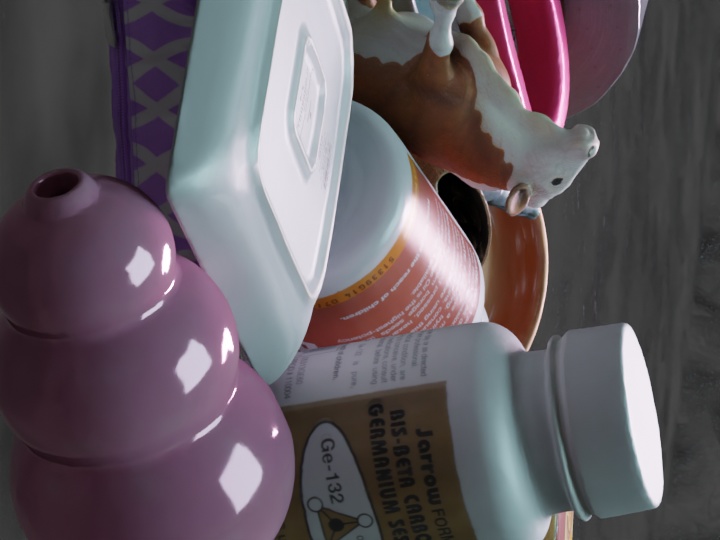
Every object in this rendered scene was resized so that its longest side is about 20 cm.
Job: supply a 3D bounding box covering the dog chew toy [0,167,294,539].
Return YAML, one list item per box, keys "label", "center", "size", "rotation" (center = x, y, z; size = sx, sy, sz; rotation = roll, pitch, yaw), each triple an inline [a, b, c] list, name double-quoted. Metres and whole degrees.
- label: "dog chew toy"
  center: [-0.101, 0.045, 1.243]
  size: [0.125, 0.124, 0.200]
  rotation: [-71, 151, -53]

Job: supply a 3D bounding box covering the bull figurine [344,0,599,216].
- label: "bull figurine"
  center: [0.032, -0.105, 1.498]
  size: [0.065, 0.200, 0.121]
  rotation: [-32, 131, -38]

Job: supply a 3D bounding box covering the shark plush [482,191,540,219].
- label: "shark plush"
  center: [0.025, -0.052, 1.732]
  size: [0.200, 0.091, 0.083]
  rotation: [4, 102, -57]

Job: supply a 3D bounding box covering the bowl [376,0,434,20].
- label: "bowl"
  center: [-0.005, -0.229, 1.643]
  size: [0.201, 0.105, 0.201]
  rotation: [3, 90, -78]

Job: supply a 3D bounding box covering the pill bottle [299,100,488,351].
- label: "pill bottle"
  center: [0.000, 0.000, 1.525]
  size: [0.200, 0.112, 0.112]
  rotation: [52, 41, -59]

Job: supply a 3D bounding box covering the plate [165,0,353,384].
- label: "plate"
  center: [-0.037, -0.075, 1.318]
  size: [0.200, 0.032, 0.200]
  rotation: [69, 25, -61]

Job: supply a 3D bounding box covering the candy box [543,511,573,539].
- label: "candy box"
  center: [0.013, 0.137, 1.578]
  size: [0.055, 0.200, 0.116]
  rotation: [-11, 103, -77]

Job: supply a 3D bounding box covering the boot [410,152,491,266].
- label: "boot"
  center: [0.039, -0.010, 1.661]
  size: [0.075, 0.074, 0.200]
  rotation: [54, -17, 33]

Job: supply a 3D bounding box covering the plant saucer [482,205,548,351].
- label: "plant saucer"
  center: [0.026, -0.005, 1.771]
  size: [0.200, 0.037, 0.200]
  rotation: [2, 87, -36]

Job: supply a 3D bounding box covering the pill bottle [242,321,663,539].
- label: "pill bottle"
  center: [0.037, 0.085, 1.396]
  size: [0.114, 0.200, 0.114]
  rotation: [-10, 90, -77]

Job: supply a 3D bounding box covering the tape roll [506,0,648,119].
- label: "tape roll"
  center: [0.080, -0.184, 1.826]
  size: [0.066, 0.200, 0.200]
  rotation: [-71, 160, -48]

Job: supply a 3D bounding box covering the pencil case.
- label: "pencil case"
  center: [-0.084, -0.062, 1.381]
  size: [0.085, 0.084, 0.200]
  rotation: [-12, 105, -38]

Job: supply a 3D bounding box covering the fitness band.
- label: "fitness band"
  center: [0.086, -0.149, 1.707]
  size: [0.144, 0.037, 0.200]
  rotation: [-71, 151, -49]
